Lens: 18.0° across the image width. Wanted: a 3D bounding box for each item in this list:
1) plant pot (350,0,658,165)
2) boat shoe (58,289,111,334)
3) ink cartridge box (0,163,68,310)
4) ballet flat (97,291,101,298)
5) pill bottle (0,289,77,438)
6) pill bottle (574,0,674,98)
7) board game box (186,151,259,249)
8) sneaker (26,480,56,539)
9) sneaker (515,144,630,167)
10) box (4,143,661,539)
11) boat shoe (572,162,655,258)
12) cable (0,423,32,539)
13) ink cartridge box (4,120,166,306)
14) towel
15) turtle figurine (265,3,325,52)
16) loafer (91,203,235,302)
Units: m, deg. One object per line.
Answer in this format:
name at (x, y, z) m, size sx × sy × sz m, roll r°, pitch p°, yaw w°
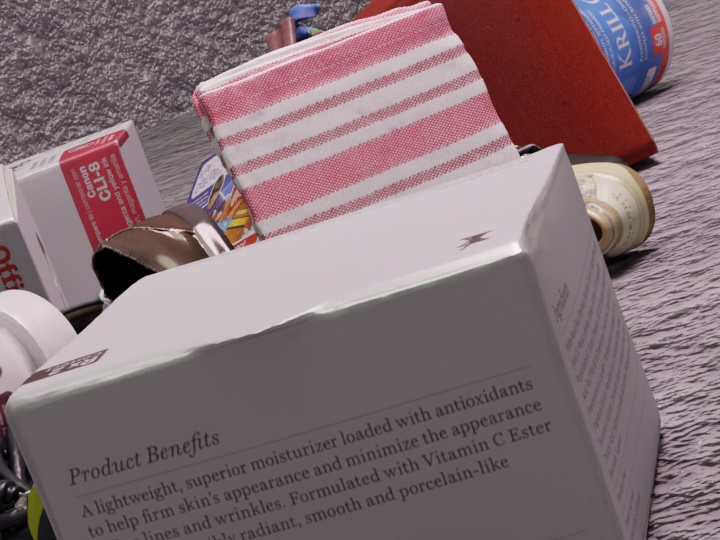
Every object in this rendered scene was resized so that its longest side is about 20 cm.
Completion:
plant pot at (0.076, -0.135, 1.651) m, size 0.176 × 0.200 × 0.200 m, roll -31°, pitch 10°, yaw 2°
boat shoe at (-0.143, 0.040, 1.368) m, size 0.199 × 0.062 × 0.075 m, roll -18°, pitch 52°, yaw 20°
ink cartridge box at (-0.297, 0.036, 1.494) m, size 0.199 × 0.147 × 0.083 m, roll -21°, pitch 33°, yaw -3°
ballet flat at (-0.084, 0.023, 1.440) m, size 0.200 × 0.071 × 0.071 m, roll -8°, pitch 15°, yaw 43°
pill bottle at (-0.248, 0.088, 1.257) m, size 0.109 × 0.110 × 0.200 m, roll -12°, pitch 12°, yaw 41°
pill bottle at (0.157, -0.169, 1.869) m, size 0.200 × 0.113 × 0.112 m, roll -29°, pitch 13°, yaw -38°
board game box at (-0.056, -0.024, 1.248) m, size 0.200 × 0.034 × 0.136 m, roll -26°, pitch 41°, yaw 61°
sneaker at (-0.073, 0.079, 1.024) m, size 0.200 × 0.081 × 0.074 m, roll -42°, pitch -15°, yaw 25°
sneaker at (0.075, -0.074, 1.490) m, size 0.199 × 0.116 × 0.075 m, roll -14°, pitch 11°, yaw 31°
box at (0.000, 0.055, 0.871) m, size 0.198 × 0.131 × 0.200 m, roll -17°, pitch 10°, yaw 14°
boat shoe at (0.073, -0.023, 1.336) m, size 0.199 × 0.074 × 0.063 m, roll -13°, pitch 9°, yaw 34°
cable at (-0.120, 0.086, 1.184) m, size 0.163 × 0.051 × 0.200 m, roll -13°, pitch 11°, yaw 34°
ink cartridge box at (-0.237, -0.003, 1.635) m, size 0.199 × 0.145 × 0.145 m, roll -20°, pitch 10°, yaw 2°
towel at (0.017, -0.028, 1.145) m, size 0.146 × 0.201 × 0.030 m, roll -22°, pitch -11°, yaw -18°
turtle figurine at (0.009, -0.118, 1.895) m, size 0.143 × 0.201 × 0.194 m, roll -17°, pitch 34°, yaw -5°
loafer at (-0.076, 0.039, 1.120) m, size 0.071 × 0.073 × 0.200 m, roll -13°, pitch 33°, yaw -25°
